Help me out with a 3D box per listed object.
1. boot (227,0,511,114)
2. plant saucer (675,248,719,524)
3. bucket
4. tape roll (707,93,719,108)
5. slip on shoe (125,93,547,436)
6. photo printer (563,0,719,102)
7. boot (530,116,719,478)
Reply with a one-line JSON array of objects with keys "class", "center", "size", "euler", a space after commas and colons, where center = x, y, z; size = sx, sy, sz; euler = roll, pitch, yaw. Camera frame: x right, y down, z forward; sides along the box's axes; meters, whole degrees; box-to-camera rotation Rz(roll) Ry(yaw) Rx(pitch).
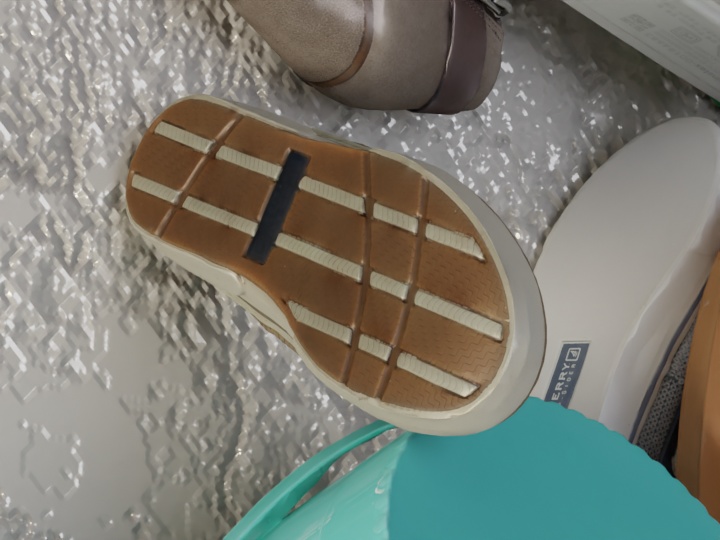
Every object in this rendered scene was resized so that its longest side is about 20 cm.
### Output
[{"class": "boot", "center": [0.001, -0.156, 1.038], "size": [0.146, 0.070, 0.201], "euler": [23, 71, -39]}, {"class": "plant saucer", "center": [0.151, 0.062, 1.084], "size": [0.200, 0.032, 0.202], "euler": [4, 90, -69]}, {"class": "bucket", "center": [0.036, 0.146, 0.925], "size": [0.206, 0.135, 0.208], "euler": [29, 39, -26]}, {"class": "tape roll", "center": [0.196, -0.146, 1.189], "size": [0.199, 0.048, 0.202], "euler": [6, 80, -36]}, {"class": "slip on shoe", "center": [0.000, 0.000, 0.933], "size": [0.060, 0.200, 0.076], "euler": [26, 89, -41]}, {"class": "photo printer", "center": [0.147, -0.169, 1.082], "size": [0.166, 0.069, 0.201], "euler": [28, 68, -26]}, {"class": "boot", "center": [0.103, 0.047, 1.087], "size": [0.090, 0.072, 0.201], "euler": [45, 61, -38]}]
